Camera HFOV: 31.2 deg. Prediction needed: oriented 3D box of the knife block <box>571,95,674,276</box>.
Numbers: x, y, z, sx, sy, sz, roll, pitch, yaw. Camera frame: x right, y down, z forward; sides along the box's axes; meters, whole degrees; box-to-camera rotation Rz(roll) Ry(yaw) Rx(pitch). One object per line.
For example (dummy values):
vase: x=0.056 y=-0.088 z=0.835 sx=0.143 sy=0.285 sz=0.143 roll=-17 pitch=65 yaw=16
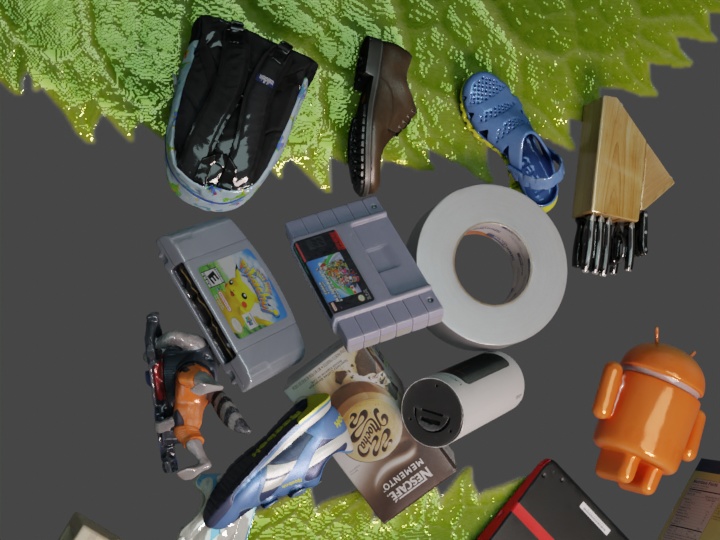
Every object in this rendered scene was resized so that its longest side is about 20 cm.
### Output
knife block: x=0.309 y=-0.098 z=1.670 sx=0.175 sy=0.064 sz=0.201 roll=-37 pitch=95 yaw=-17

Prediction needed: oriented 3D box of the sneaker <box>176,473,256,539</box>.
sneaker: x=-0.178 y=0.336 z=1.491 sx=0.080 sy=0.077 sz=0.203 roll=15 pitch=74 yaw=-7

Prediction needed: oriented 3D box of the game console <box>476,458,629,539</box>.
game console: x=0.250 y=0.368 z=1.631 sx=0.200 sy=0.031 sz=0.177 roll=46 pitch=69 yaw=-8

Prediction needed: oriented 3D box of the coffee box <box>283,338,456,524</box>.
coffee box: x=0.013 y=0.182 z=1.535 sx=0.113 sy=0.080 sz=0.201 roll=-37 pitch=95 yaw=6

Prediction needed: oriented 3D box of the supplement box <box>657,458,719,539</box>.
supplement box: x=0.491 y=0.380 z=1.632 sx=0.199 sy=0.134 sz=0.201 roll=37 pitch=76 yaw=-16

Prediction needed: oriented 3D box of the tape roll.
tape roll: x=0.155 y=-0.002 z=1.608 sx=0.197 sy=0.066 sz=0.203 roll=3 pitch=78 yaw=-13

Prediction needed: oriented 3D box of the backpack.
backpack: x=-0.155 y=-0.169 z=1.516 sx=0.161 sy=0.154 sz=0.202 roll=19 pitch=58 yaw=-15

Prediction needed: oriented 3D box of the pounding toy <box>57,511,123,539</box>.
pounding toy: x=-0.291 y=0.384 z=1.383 sx=0.141 sy=0.200 sz=0.185 roll=33 pitch=77 yaw=-11

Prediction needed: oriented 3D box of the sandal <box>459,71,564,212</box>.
sandal: x=0.200 y=-0.168 z=1.636 sx=0.079 sy=0.087 sz=0.201 roll=-36 pitch=93 yaw=-14

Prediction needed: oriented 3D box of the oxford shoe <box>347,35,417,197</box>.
oxford shoe: x=0.032 y=-0.187 z=1.597 sx=0.083 sy=0.073 sz=0.203 roll=11 pitch=82 yaw=-16

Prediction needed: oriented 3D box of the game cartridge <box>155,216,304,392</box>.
game cartridge: x=-0.145 y=0.033 z=1.503 sx=0.201 sy=0.040 sz=0.133 roll=59 pitch=30 yaw=4

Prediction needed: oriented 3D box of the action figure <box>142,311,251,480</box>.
action figure: x=-0.187 y=0.153 z=1.457 sx=0.103 sy=0.194 sz=0.202 roll=-7 pitch=118 yaw=-10

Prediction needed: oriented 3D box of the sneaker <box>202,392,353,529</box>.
sneaker: x=-0.091 y=0.230 z=1.456 sx=0.200 sy=0.074 sz=0.083 roll=-41 pitch=107 yaw=-7

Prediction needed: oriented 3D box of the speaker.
speaker: x=0.124 y=0.150 z=1.525 sx=0.080 sy=0.199 sz=0.082 roll=3 pitch=97 yaw=28

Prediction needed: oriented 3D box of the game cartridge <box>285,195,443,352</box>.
game cartridge: x=0.000 y=0.000 z=1.531 sx=0.128 sy=0.039 sz=0.201 roll=-15 pitch=50 yaw=-20

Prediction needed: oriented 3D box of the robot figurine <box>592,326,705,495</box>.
robot figurine: x=0.368 y=0.180 z=1.635 sx=0.142 sy=0.117 sz=0.202 roll=20 pitch=79 yaw=15
